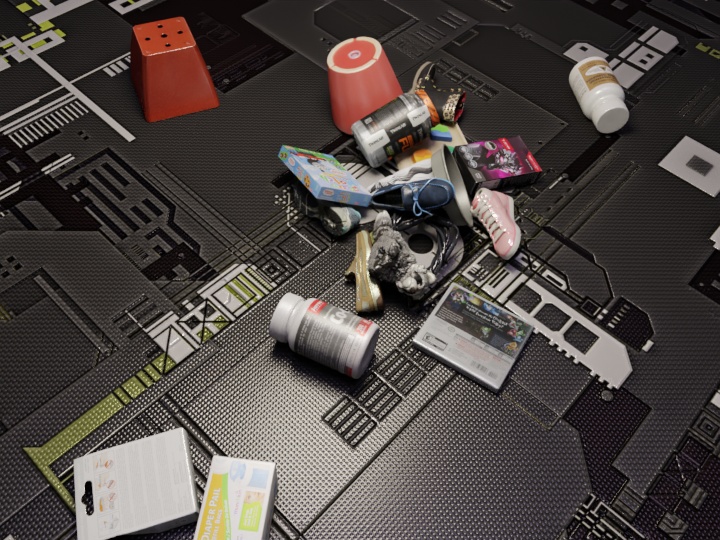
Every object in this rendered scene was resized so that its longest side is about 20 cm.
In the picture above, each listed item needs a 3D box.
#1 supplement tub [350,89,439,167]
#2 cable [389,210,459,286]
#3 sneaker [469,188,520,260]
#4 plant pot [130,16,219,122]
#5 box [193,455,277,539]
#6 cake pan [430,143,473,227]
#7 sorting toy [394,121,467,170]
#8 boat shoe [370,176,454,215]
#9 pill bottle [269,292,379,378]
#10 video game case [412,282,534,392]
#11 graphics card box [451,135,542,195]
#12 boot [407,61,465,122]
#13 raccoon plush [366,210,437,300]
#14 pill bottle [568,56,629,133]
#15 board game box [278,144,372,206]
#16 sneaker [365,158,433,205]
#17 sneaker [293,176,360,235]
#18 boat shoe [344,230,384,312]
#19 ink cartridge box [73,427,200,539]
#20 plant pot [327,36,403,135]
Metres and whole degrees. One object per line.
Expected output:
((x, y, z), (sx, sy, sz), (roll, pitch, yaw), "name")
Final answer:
((0.087, -0.352, 1.713), (0.199, 0.123, 0.123), (-31, 57, 1), "supplement tub")
((0.115, -0.052, 1.541), (0.162, 0.051, 0.201), (31, 73, 13), "cable")
((0.300, -0.112, 1.592), (0.104, 0.076, 0.202), (21, 43, -17), "sneaker")
((-0.496, -0.537, 1.818), (0.198, 0.177, 0.201), (-17, 56, -17), "plant pot")
((-0.207, 0.424, 1.146), (0.111, 0.102, 0.202), (6, 52, 1), "box")
((0.209, -0.190, 1.599), (0.036, 0.201, 0.202), (-18, 50, 17), "cake pan")
((0.178, -0.316, 1.780), (0.197, 0.037, 0.187), (-11, 54, -12), "sorting toy")
((0.112, -0.154, 1.531), (0.198, 0.085, 0.068), (-7, 13, 39), "boat shoe")
((-0.072, 0.124, 1.378), (0.198, 0.115, 0.114), (22, 54, 12), "pill bottle")
((0.236, 0.135, 1.448), (0.199, 0.023, 0.182), (28, 56, 18), "video game case")
((0.334, -0.262, 1.722), (0.198, 0.051, 0.126), (-12, 59, -20), "graphics card box")
((0.209, -0.473, 1.863), (0.149, 0.074, 0.201), (13, 56, 22), "boot")
((0.097, -0.036, 1.478), (0.133, 0.097, 0.202), (28, 50, -22), "raccoon plush")
((0.646, -0.471, 1.880), (0.113, 0.115, 0.202), (-4, 53, -7), "pill bottle")
((-0.083, -0.220, 1.624), (0.150, 0.037, 0.200), (5, 32, -40), "board game box")
((0.100, -0.171, 1.632), (0.198, 0.075, 0.116), (-24, 89, 13), "sneaker")
((-0.080, -0.156, 1.632), (0.086, 0.078, 0.200), (-21, 56, -41), "sneaker")
((0.000, 0.000, 1.511), (0.075, 0.072, 0.202), (-13, 52, 5), "boat shoe")
((-0.388, 0.379, 1.211), (0.198, 0.048, 0.161), (-15, 55, -8), "ink cartridge box")
((0.004, -0.478, 1.776), (0.198, 0.178, 0.202), (-9, 50, 10), "plant pot")
